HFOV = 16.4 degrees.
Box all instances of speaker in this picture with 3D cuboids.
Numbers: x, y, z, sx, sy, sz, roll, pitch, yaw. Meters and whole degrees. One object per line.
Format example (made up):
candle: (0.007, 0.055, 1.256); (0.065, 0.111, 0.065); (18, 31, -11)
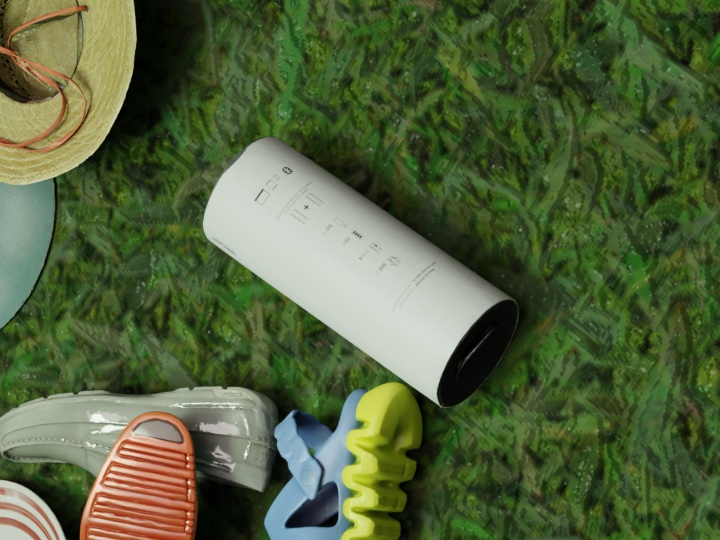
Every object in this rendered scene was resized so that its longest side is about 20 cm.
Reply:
speaker: (0.000, 0.000, 1.549); (0.199, 0.081, 0.082); (34, 98, 24)

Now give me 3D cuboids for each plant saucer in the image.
plant saucer: (-0.304, -0.041, 1.717); (0.199, 0.039, 0.203); (-3, 83, 25)

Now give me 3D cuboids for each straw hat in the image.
straw hat: (-0.211, -0.158, 1.662); (0.199, 0.085, 0.203); (1, 92, 25)

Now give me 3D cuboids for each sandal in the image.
sandal: (-0.022, 0.165, 1.549); (0.086, 0.079, 0.202); (8, 79, 28)

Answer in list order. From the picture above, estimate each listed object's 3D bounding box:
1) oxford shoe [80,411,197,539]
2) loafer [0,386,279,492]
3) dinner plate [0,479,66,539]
oxford shoe: (-0.137, 0.179, 1.575); (0.071, 0.073, 0.202); (14, 105, 8)
loafer: (-0.147, 0.115, 1.610); (0.198, 0.070, 0.070); (-4, 74, 24)
dinner plate: (-0.253, 0.238, 1.646); (0.199, 0.024, 0.202); (-19, 61, 37)
